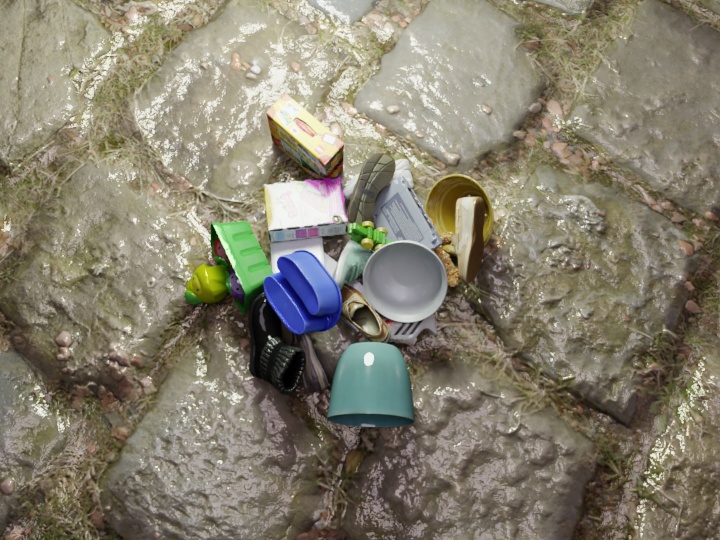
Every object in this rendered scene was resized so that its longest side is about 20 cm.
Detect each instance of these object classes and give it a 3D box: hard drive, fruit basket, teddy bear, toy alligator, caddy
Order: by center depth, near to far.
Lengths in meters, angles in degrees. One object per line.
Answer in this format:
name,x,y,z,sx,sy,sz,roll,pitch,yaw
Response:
caddy,-0.126,0.049,1.291,0.201,0.104,0.142,51,122,20
toy alligator,0.004,-0.082,1.351,0.197,0.054,0.061,21,56,-28
fruit basket,-0.330,0.006,1.359,0.210,0.156,0.221,6,64,-13
teddy bear,0.174,-0.038,1.410,0.142,0.066,0.205,-15,80,31
hard drive,-0.160,-0.075,1.418,0.128,0.026,0.204,-6,64,-4

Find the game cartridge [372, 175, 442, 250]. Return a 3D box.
game cartridge,0.104,-0.112,1.398,0.132,0.041,0.203,-37,71,28

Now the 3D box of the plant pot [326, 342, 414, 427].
plant pot,0.026,0.257,1.282,0.195,0.201,0.165,3,68,-2

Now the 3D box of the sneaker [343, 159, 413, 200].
sneaker,0.051,-0.212,1.460,0.196,0.078,0.101,-22,81,-7

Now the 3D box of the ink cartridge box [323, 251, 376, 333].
ink cartridge box,-0.049,0.054,1.407,0.199,0.037,0.095,41,77,7

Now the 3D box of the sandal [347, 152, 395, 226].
sandal,0.021,-0.198,1.399,0.080,0.054,0.204,24,80,-14

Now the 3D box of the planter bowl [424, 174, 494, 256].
planter bowl,0.264,-0.144,1.424,0.083,0.200,0.203,-21,73,-46

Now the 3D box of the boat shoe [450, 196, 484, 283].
boat shoe,0.252,-0.075,1.356,0.068,0.073,0.206,12,103,40

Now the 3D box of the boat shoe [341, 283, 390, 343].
boat shoe,-0.006,0.092,1.327,0.076,0.074,0.199,-45,65,-8

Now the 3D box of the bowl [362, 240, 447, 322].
bowl,0.109,0.012,1.329,0.196,0.091,0.206,5,114,11

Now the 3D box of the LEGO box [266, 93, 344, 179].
LEGO box,-0.136,-0.325,1.441,0.199,0.149,0.077,41,77,8

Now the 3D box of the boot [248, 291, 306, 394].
boot,-0.189,0.162,1.293,0.078,0.156,0.217,-3,95,-35

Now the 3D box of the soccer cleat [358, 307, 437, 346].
soccer cleat,0.093,0.150,1.375,0.196,0.069,0.087,-20,83,-8

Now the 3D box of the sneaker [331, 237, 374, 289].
sneaker,0.000,0.000,1.363,0.116,0.075,0.202,27,36,-1

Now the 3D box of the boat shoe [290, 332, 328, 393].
boat shoe,-0.142,0.197,1.347,0.072,0.075,0.203,-23,77,-8

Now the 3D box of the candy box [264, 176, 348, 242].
candy box,-0.136,-0.152,1.408,0.195,0.061,0.139,-8,64,-6
